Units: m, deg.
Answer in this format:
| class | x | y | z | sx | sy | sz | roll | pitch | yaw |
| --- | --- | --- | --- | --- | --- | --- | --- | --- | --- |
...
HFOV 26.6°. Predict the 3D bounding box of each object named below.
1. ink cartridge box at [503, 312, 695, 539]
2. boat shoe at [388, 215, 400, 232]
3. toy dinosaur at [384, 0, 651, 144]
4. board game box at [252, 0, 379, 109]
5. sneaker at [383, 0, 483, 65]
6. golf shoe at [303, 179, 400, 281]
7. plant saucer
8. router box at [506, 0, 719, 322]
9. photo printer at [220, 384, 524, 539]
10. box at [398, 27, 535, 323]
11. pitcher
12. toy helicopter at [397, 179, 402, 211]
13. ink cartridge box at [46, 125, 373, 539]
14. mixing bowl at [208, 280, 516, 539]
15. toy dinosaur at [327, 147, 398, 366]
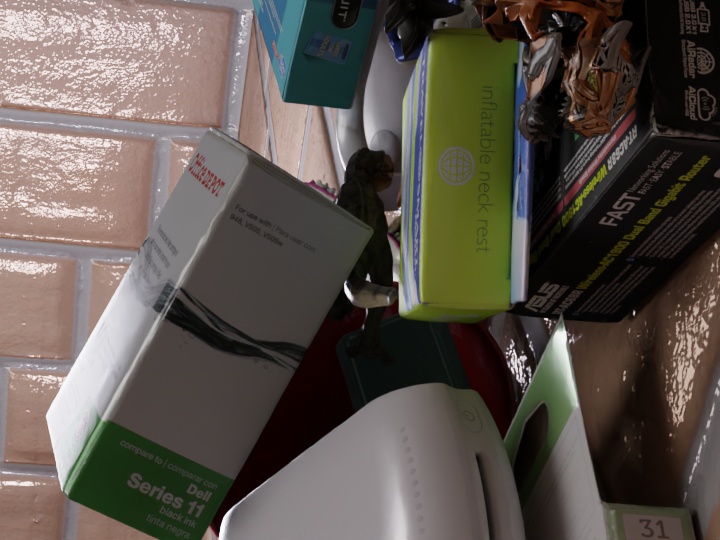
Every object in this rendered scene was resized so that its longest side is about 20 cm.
| class | x | y | z | sx | sy | sz | roll | pitch | yaw |
| --- | --- | --- | --- | --- | --- | --- | --- | --- | --- |
| ink cartridge box | 0.103 | 0.142 | 0.682 | 0.146 | 0.048 | 0.201 | 106 | 167 | -49 |
| boat shoe | 0.029 | 0.053 | 1.092 | 0.063 | 0.073 | 0.202 | 100 | 177 | -52 |
| toy dinosaur | 0.059 | -0.141 | 0.591 | 0.102 | 0.135 | 0.201 | 49 | -143 | -42 |
| board game box | -0.017 | -0.223 | 0.921 | 0.151 | 0.047 | 0.201 | -108 | 28 | -52 |
| sneaker | 0.071 | -0.160 | 0.826 | 0.076 | 0.088 | 0.200 | 66 | 161 | 12 |
| golf shoe | 0.005 | 0.011 | 1.062 | 0.092 | 0.075 | 0.200 | -55 | 40 | 0 |
| plant saucer | 0.039 | 0.103 | 0.850 | 0.019 | 0.070 | 0.201 | 64 | -174 | -51 |
| router box | 0.116 | -0.080 | 0.665 | 0.200 | 0.062 | 0.151 | 118 | 156 | -66 |
| photo printer | 0.004 | 0.158 | 0.724 | 0.200 | 0.069 | 0.167 | -40 | 44 | 45 |
| box | 0.046 | -0.038 | 0.725 | 0.200 | 0.047 | 0.123 | 114 | 158 | -86 |
| pitcher | 0.020 | -0.149 | 1.029 | 0.171 | 0.120 | 0.202 | 16 | -107 | -73 |
| toy helicopter | 0.069 | -0.081 | 0.949 | 0.132 | 0.078 | 0.201 | 116 | 170 | -60 |
| ink cartridge box | -0.088 | 0.031 | 0.844 | 0.201 | 0.083 | 0.147 | -61 | 18 | 3 |
| mixing bowl | 0.007 | 0.117 | 0.930 | 0.109 | 0.199 | 0.201 | 62 | -159 | -53 |
| toy dinosaur | 0.000 | 0.000 | 0.867 | 0.200 | 0.047 | 0.089 | -96 | 11 | -61 |
